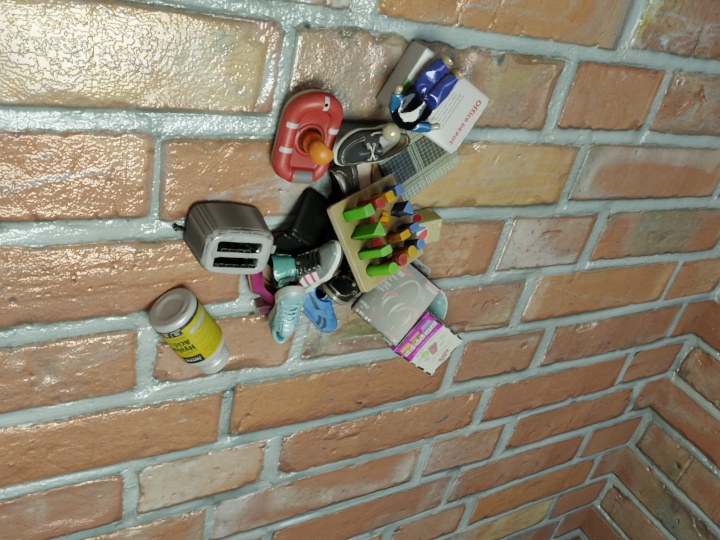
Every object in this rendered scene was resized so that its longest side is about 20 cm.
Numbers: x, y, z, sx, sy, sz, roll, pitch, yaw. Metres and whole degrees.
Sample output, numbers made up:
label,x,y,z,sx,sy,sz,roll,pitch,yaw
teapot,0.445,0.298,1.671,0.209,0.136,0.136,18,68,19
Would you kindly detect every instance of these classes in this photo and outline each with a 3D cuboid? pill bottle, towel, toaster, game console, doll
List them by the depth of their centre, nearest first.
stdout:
label,x,y,z,sx,sy,sz,roll,pitch,yaw
doll,0.123,-0.340,1.330,0.200,0.049,0.136,-44,121,6
toaster,-0.274,-0.066,1.335,0.198,0.129,0.115,4,119,-36
pill bottle,-0.371,0.142,1.437,0.111,0.111,0.201,-34,135,-7
game console,-0.122,-0.071,1.514,0.200,0.116,0.178,35,70,-45
towel,0.134,-0.276,1.531,0.199,0.035,0.193,-34,132,-5

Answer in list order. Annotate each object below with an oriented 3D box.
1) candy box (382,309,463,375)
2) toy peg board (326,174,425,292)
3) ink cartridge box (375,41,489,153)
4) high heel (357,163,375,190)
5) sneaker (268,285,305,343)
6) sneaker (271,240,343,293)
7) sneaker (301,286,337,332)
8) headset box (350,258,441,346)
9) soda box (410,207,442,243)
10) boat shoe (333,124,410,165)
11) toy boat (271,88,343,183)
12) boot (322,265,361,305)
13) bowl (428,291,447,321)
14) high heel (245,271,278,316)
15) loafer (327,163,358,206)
label,x,y,z,sx,sy,sz,roll,pitch,yaw
candy box,0.168,0.183,1.723,0.137,0.061,0.200,-48,135,5
toy peg board,0.061,-0.087,1.407,0.198,0.097,0.202,-32,106,-34
ink cartridge box,0.157,-0.372,1.405,0.199,0.084,0.145,27,105,-31
high heel,0.014,-0.196,1.456,0.067,0.096,0.202,-11,128,-27
sneaker,-0.162,0.105,1.476,0.073,0.083,0.200,-6,153,-19
sneaker,-0.134,-0.013,1.431,0.120,0.084,0.200,8,147,-36
sneaker,-0.092,0.091,1.602,0.078,0.066,0.200,-22,140,15
headset box,0.093,0.060,1.603,0.148,0.075,0.200,40,93,-2
soda box,0.103,-0.098,1.614,0.198,0.064,0.068,-14,129,-26
boat shoe,0.027,-0.261,1.373,0.199,0.060,0.075,-24,133,-43
toy boat,-0.095,-0.259,1.311,0.129,0.131,0.202,-1,123,-34
boot,0.000,0.000,1.491,0.151,0.073,0.200,-48,167,17
bowl,0.125,0.101,1.748,0.199,0.105,0.202,-18,131,-22
high heel,-0.208,0.028,1.493,0.095,0.068,0.201,-18,146,-9
loafer,-0.043,-0.150,1.455,0.071,0.073,0.202,-21,115,-33
